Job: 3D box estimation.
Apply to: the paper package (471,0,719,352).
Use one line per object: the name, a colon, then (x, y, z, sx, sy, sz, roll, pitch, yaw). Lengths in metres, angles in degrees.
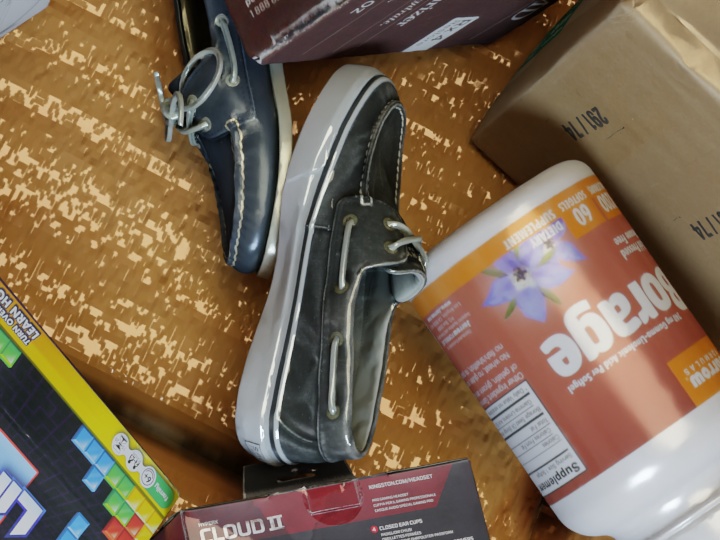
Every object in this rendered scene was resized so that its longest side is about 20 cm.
paper package: (0.180, -0.070, 1.318, 0.191, 0.200, 0.103, 43, 66, -2)

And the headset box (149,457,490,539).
headset box: (-0.007, 0.181, 1.240, 0.148, 0.075, 0.201, -9, 75, -21)

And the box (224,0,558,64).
box: (0.031, -0.212, 1.297, 0.200, 0.166, 0.165, -10, 73, -52)

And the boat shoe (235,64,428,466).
boat shoe: (0.000, 0.000, 1.266, 0.071, 0.072, 0.201, 6, 75, 24)

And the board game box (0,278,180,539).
board game box: (-0.190, 0.095, 1.164, 0.165, 0.057, 0.200, -56, 129, -25)

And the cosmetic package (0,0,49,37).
cosmetic package: (-0.218, -0.117, 1.230, 0.200, 0.151, 0.052, -37, 86, -25)

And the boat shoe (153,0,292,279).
boat shoe: (-0.068, -0.093, 1.312, 0.062, 0.075, 0.201, 3, 74, -18)

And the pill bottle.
pill bottle: (0.119, 0.055, 1.305, 0.112, 0.112, 0.200, -33, 84, -25)
